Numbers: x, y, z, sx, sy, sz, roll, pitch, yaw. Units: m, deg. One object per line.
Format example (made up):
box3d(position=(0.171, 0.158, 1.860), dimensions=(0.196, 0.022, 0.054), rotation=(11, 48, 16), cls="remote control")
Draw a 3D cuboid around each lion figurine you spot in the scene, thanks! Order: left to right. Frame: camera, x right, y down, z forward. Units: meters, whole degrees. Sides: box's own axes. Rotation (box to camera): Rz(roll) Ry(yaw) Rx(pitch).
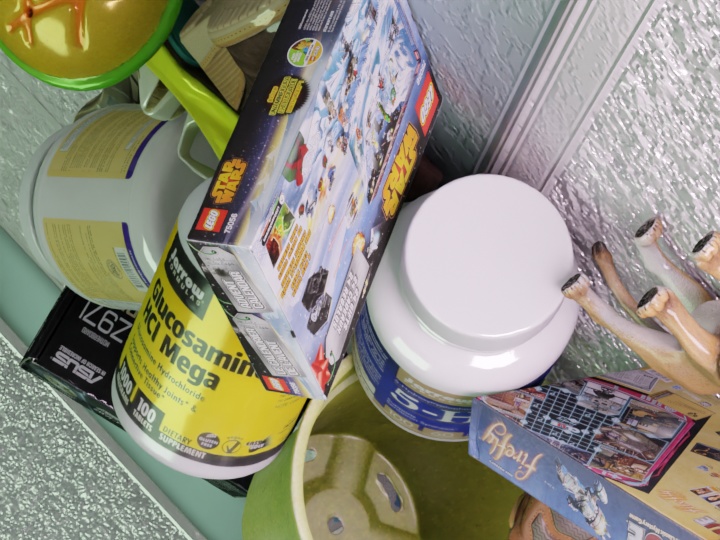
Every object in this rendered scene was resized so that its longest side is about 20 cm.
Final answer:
box3d(position=(0.178, 0.038, 1.168), dimensions=(0.122, 0.072, 0.200), rotation=(43, -178, -14), cls="lion figurine")

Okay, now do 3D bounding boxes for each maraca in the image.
box3d(position=(-0.186, -0.198, 1.472), dimensions=(0.200, 0.137, 0.107), rotation=(49, -172, 23), cls="maraca")

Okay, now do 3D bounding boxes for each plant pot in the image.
box3d(position=(0.016, 0.152, 1.507), dimensions=(0.201, 0.200, 0.184), rotation=(49, 153, -5), cls="plant pot")

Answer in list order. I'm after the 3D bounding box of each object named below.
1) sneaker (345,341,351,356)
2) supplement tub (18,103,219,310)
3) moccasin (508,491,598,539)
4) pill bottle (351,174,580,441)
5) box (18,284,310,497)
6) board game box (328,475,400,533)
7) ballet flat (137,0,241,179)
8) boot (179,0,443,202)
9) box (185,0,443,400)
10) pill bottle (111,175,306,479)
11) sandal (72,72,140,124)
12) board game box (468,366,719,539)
box3d(position=(-0.072, 0.007, 1.709), dimensions=(0.200, 0.112, 0.073), rotation=(41, 164, 24), cls="sneaker")
box3d(position=(-0.136, -0.043, 1.640), dimensions=(0.200, 0.145, 0.146), rotation=(5, 137, 55), cls="supplement tub")
box3d(position=(0.130, 0.130, 1.375), dimensions=(0.074, 0.078, 0.201), rotation=(48, -159, -1), cls="moccasin")
box3d(position=(0.060, 0.019, 1.332), dimensions=(0.120, 0.120, 0.200), rotation=(45, 166, 9), cls="pill bottle")
box3d(position=(-0.130, 0.052, 1.802), dimensions=(0.200, 0.164, 0.086), rotation=(33, 168, -9), cls="box")
box3d(position=(0.067, 0.216, 1.772), dimensions=(0.199, 0.043, 0.200), rotation=(49, -154, -10), cls="board game box")
box3d(position=(-0.102, -0.108, 1.511), dimensions=(0.200, 0.067, 0.067), rotation=(50, -157, 26), cls="ballet flat")
box3d(position=(-0.013, -0.107, 1.368), dimensions=(0.166, 0.072, 0.200), rotation=(38, 167, -12), cls="boot")
box3d(position=(-0.019, -0.054, 1.220), dimensions=(0.040, 0.201, 0.137), rotation=(7, 147, 23), cls="box")
box3d(position=(-0.065, 0.016, 1.375), dimensions=(0.112, 0.112, 0.200), rotation=(42, 129, 22), cls="pill bottle")
box3d(position=(-0.162, -0.124, 1.768), dimensions=(0.080, 0.054, 0.200), rotation=(40, 151, 7), cls="sandal")
box3d(position=(0.168, 0.109, 1.238), dimensions=(0.200, 0.135, 0.035), rotation=(31, 121, 50), cls="board game box")
